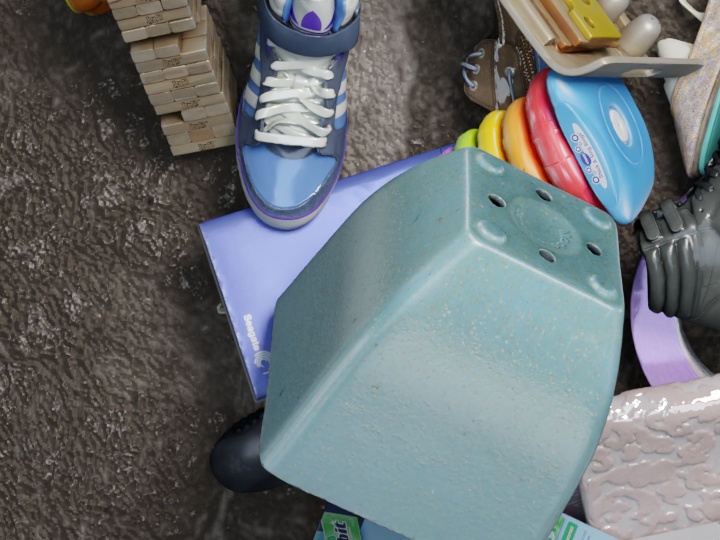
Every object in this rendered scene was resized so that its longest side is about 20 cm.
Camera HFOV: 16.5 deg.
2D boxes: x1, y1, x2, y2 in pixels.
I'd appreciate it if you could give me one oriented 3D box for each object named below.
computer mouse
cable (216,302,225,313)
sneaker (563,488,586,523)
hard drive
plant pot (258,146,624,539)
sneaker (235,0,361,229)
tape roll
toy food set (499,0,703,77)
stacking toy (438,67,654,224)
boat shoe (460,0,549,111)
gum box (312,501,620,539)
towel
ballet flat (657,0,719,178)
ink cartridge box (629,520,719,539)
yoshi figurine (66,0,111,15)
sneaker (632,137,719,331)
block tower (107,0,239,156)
[{"bbox_3d":[-0.022,0.104,1.807,0.200,0.034,0.059,-31,91,8],"label":"computer mouse"},{"bbox_3d":[0.001,0.021,1.794,0.199,0.050,0.097,22,84,1],"label":"cable"},{"bbox_3d":[0.138,0.149,1.774,0.199,0.081,0.089,2,113,10],"label":"sneaker"},{"bbox_3d":[0.000,0.000,1.760,0.199,0.025,0.132,-18,81,-7],"label":"hard drive"},{"bbox_3d":[0.071,0.042,1.610,0.195,0.197,0.200,26,121,-14],"label":"plant pot"},{"bbox_3d":[-0.044,-0.141,1.703,0.080,0.146,0.201,10,77,3],"label":"sneaker"},{"bbox_3d":[0.290,0.026,1.745,0.199,0.066,0.201,1,97,7],"label":"tape roll"},{"bbox_3d":[0.141,-0.212,1.674,0.060,0.143,0.200,-43,71,29],"label":"toy food set"},{"bbox_3d":[0.091,-0.062,1.697,0.200,0.110,0.116,-23,101,25],"label":"stacking toy"},{"bbox_3d":[0.109,-0.137,1.747,0.072,0.072,0.201,-17,93,10],"label":"boat shoe"},{"bbox_3d":[0.064,0.213,1.759,0.200,0.045,0.170,24,134,4],"label":"gum box"},{"bbox_3d":[0.250,0.150,1.715,0.199,0.032,0.191,-12,124,4],"label":"towel"},{"bbox_3d":[0.248,-0.165,1.738,0.067,0.068,0.201,22,93,24],"label":"ballet flat"},{"bbox_3d":[0.275,0.272,1.722,0.144,0.084,0.200,-13,121,9],"label":"ink cartridge box"},{"bbox_3d":[-0.126,-0.263,1.767,0.200,0.112,0.112,-25,50,22],"label":"yoshi figurine"},{"bbox_3d":[0.235,-0.053,1.674,0.099,0.071,0.201,4,100,2],"label":"sneaker"},{"bbox_3d":[-0.136,-0.172,1.731,0.058,0.054,0.200,-11,134,7],"label":"block tower"}]
